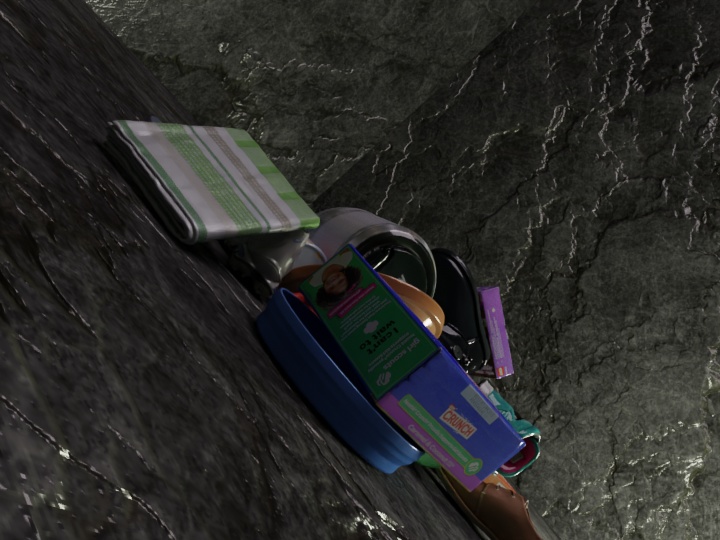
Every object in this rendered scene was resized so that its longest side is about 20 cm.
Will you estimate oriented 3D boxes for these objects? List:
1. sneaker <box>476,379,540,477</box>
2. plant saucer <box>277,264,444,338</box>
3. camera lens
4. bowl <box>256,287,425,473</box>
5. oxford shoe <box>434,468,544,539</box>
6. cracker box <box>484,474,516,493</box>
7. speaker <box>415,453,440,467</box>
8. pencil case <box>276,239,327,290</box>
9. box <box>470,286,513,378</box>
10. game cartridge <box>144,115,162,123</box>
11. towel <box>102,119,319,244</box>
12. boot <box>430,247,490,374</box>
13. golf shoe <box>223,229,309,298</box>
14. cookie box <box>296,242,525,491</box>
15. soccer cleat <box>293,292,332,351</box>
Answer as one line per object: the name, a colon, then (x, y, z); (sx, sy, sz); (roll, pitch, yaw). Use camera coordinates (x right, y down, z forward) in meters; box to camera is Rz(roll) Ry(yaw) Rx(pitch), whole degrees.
sneaker: (0.178, 0.211, 1.067); (0.121, 0.084, 0.200); (52, -3, 12)
plant saucer: (-0.002, 0.051, 0.952); (0.200, 0.032, 0.200); (11, -24, 5)
camera lens: (0.000, 0.000, 1.135); (0.160, 0.160, 0.200); (48, -9, -27)
bowl: (-0.020, 0.102, 0.742); (0.201, 0.039, 0.201); (48, 1, -1)
oxford shoe: (0.160, 0.283, 0.980); (0.200, 0.071, 0.071); (47, 1, 21)
cracker box: (0.126, 0.249, 1.171); (0.134, 0.058, 0.200); (45, 2, -35)
speaker: (0.073, 0.171, 0.982); (0.088, 0.088, 0.200); (48, 0, -8)
pencil case: (-0.111, -0.038, 1.091); (0.200, 0.083, 0.091); (51, -16, 55)
box: (0.156, 0.097, 1.305); (0.200, 0.039, 0.137); (-4, -81, 59)
game cartridge: (-0.230, -0.133, 1.024); (0.133, 0.040, 0.200); (44, 2, -25)
towel: (-0.141, -0.086, 0.801); (0.149, 0.031, 0.200); (52, 27, 16)
boot: (0.111, 0.080, 1.150); (0.168, 0.076, 0.201); (-29, 102, -57)
golf shoe: (-0.106, -0.039, 0.945); (0.078, 0.097, 0.200); (47, 0, -27)
cookie box: (0.044, 0.089, 0.771); (0.171, 0.075, 0.200); (49, 0, -36)
soccer cleat: (-0.025, 0.083, 0.917); (0.200, 0.069, 0.085); (28, -29, -36)
